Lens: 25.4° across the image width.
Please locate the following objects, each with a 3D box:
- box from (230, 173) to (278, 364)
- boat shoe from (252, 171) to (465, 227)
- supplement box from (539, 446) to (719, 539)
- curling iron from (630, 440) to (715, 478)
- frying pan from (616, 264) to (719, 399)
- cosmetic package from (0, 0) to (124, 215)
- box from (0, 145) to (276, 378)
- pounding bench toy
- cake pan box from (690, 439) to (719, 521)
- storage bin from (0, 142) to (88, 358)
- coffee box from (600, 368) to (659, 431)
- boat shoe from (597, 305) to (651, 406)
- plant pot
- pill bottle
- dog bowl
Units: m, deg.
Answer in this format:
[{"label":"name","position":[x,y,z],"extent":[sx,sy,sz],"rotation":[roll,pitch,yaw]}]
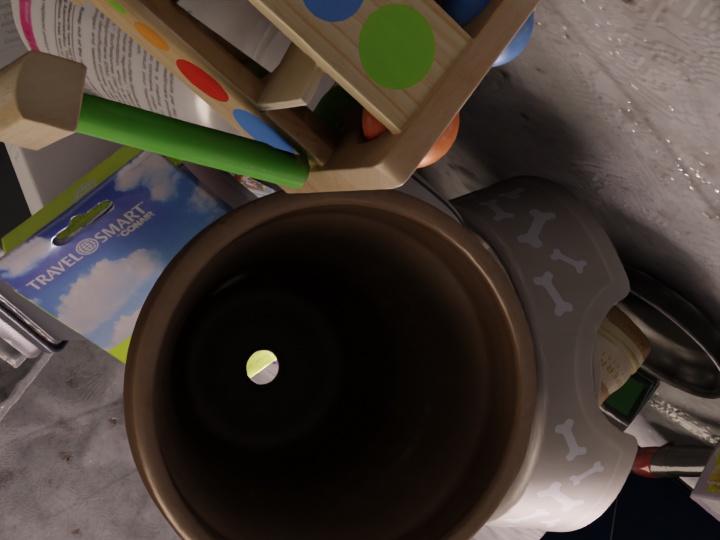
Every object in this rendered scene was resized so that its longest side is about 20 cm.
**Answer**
[{"label":"box","position":[-0.037,-0.018,1.024],"extent":[0.137,0.039,0.200],"rotation":[12,133,24]},{"label":"boat shoe","position":[-0.008,-0.063,0.887],"extent":[0.200,0.066,0.072],"rotation":[30,145,35]},{"label":"supplement box","position":[0.253,0.257,1.135],"extent":[0.200,0.134,0.200],"rotation":[38,-176,-27]},{"label":"curling iron","position":[0.208,0.131,1.087],"extent":[0.050,0.026,0.200],"rotation":[23,157,-38]},{"label":"frying pan","position":[0.142,0.020,0.949],"extent":[0.190,0.031,0.115],"rotation":[28,163,43]},{"label":"cosmetic package","position":[-0.171,-0.108,0.965],"extent":[0.074,0.101,0.200],"rotation":[169,82,-74]},{"label":"box","position":[-0.109,-0.002,0.918],"extent":[0.200,0.122,0.048],"rotation":[41,-162,-48]},{"label":"pounding bench toy","position":[-0.037,-0.090,0.655],"extent":[0.156,0.200,0.124],"rotation":[42,166,-20]},{"label":"cake pan box","position":[0.325,0.175,0.953],"extent":[0.200,0.052,0.184],"rotation":[39,164,-22]},{"label":"storage bin","position":[-0.189,-0.027,1.118],"extent":[0.134,0.146,0.200],"rotation":[3,157,15]},{"label":"coffee box","position":[0.136,0.082,1.151],"extent":[0.123,0.044,0.200],"rotation":[35,167,6]},{"label":"boat shoe","position":[0.093,0.051,0.972],"extent":[0.071,0.065,0.200],"rotation":[42,163,-16]},{"label":"plant pot","position":[-0.032,0.054,0.830],"extent":[0.200,0.200,0.175],"rotation":[39,172,-14]},{"label":"pill bottle","position":[-0.076,-0.123,0.827],"extent":[0.200,0.113,0.113],"rotation":[28,165,31]},{"label":"dog bowl","position":[0.074,0.049,0.886],"extent":[0.059,0.201,0.200],"rotation":[-6,-173,-27]}]
